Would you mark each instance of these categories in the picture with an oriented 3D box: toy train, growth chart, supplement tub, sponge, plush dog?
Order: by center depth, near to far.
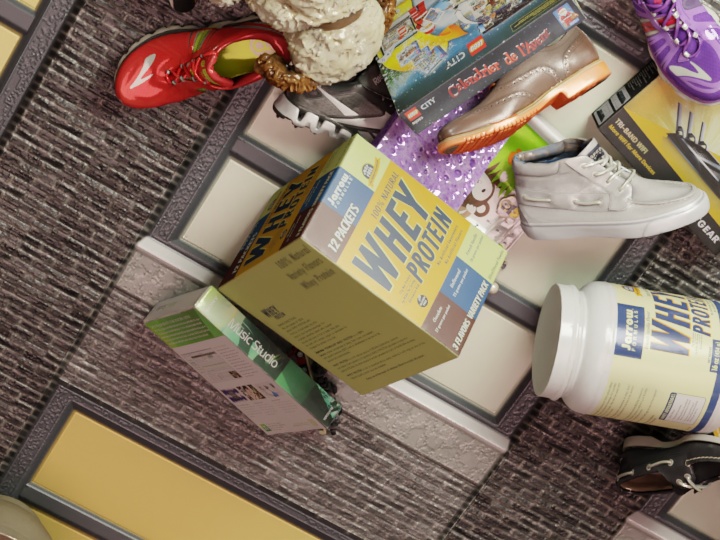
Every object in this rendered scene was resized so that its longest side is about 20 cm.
[{"bbox_3d":[-0.032,-0.260,1.465,0.199,0.160,0.172,-33,130,-17],"label":"plush dog"},{"bbox_3d":[0.101,-0.159,1.556,0.111,0.030,0.201,37,84,-17],"label":"sponge"},{"bbox_3d":[0.141,-0.088,1.637,0.144,0.018,0.201,31,109,-12],"label":"growth chart"},{"bbox_3d":[0.296,0.091,1.647,0.198,0.145,0.146,10,114,-5],"label":"supplement tub"},{"bbox_3d":[-0.060,0.097,1.707,0.045,0.034,0.201,-10,113,8],"label":"toy train"}]

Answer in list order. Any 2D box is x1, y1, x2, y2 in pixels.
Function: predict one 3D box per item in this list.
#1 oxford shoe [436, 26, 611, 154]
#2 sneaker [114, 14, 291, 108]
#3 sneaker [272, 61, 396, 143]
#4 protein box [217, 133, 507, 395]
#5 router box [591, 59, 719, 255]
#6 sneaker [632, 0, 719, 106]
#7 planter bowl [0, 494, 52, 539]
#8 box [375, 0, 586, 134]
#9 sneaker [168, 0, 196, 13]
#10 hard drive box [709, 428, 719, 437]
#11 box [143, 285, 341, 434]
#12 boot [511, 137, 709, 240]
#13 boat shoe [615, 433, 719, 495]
[{"bbox_3d":[0.151,-0.178,1.527,0.199,0.071,0.073,-29,87,-18],"label":"oxford shoe"},{"bbox_3d":[-0.159,-0.210,1.542,0.199,0.085,0.077,-17,112,6],"label":"sneaker"},{"bbox_3d":[0.015,-0.164,1.574,0.199,0.067,0.091,22,114,-8],"label":"sneaker"},{"bbox_3d":[0.000,0.000,1.560,0.200,0.135,0.198,37,150,-16],"label":"protein box"},{"bbox_3d":[0.365,-0.139,1.596,0.157,0.052,0.200,-42,108,16],"label":"router box"},{"bbox_3d":[0.300,-0.249,1.497,0.080,0.083,0.201,-34,84,18],"label":"sneaker"},{"bbox_3d":[-0.432,0.342,1.756,0.199,0.135,0.202,0,113,-1],"label":"planter bowl"},{"bbox_3d":[0.108,-0.241,1.500,0.199,0.137,0.038,-33,137,15],"label":"box"},{"bbox_3d":[-0.131,-0.339,1.493,0.089,0.070,0.201,16,111,-4],"label":"sneaker"},{"bbox_3d":[0.500,0.181,1.727,0.199,0.077,0.157,-21,113,8],"label":"hard drive box"},{"bbox_3d":[-0.129,0.101,1.659,0.200,0.144,0.036,43,64,-18],"label":"box"},{"bbox_3d":[0.251,-0.089,1.566,0.199,0.074,0.096,-6,117,21],"label":"boot"},{"bbox_3d":[0.355,0.218,1.683,0.074,0.199,0.061,33,68,-28],"label":"boat shoe"}]
